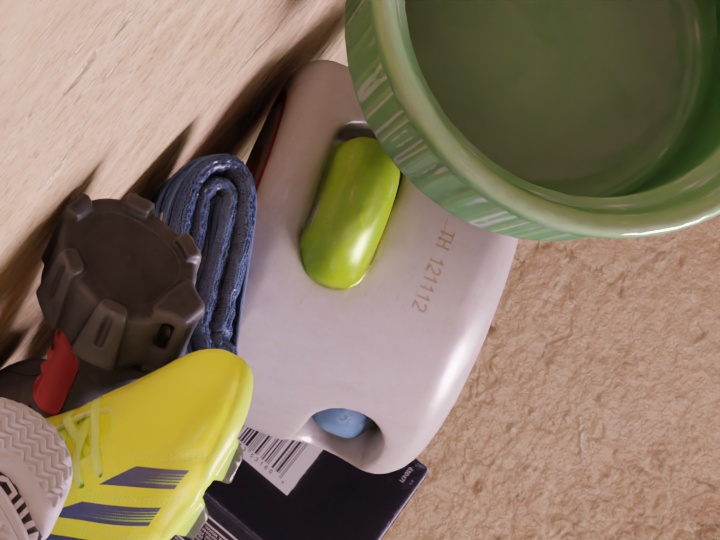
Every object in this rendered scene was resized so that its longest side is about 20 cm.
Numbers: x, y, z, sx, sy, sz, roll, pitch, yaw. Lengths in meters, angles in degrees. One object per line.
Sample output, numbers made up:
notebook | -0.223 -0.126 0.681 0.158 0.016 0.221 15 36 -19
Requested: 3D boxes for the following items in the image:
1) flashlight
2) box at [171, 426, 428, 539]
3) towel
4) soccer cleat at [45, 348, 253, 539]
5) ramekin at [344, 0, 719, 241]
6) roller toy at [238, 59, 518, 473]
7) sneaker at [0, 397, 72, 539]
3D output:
flashlight | -0.115 0.036 0.833 0.200 0.067 0.068 120 -32 -57
box | -0.097 0.137 1.322 0.123 0.200 0.198 -49 180 -37
towel | -0.094 0.026 0.957 0.200 0.048 0.112 131 -31 -65
soccer cleat | -0.120 0.082 0.780 0.200 0.084 0.065 -35 -151 33
ramekin | 0.088 -0.107 0.884 0.200 0.200 0.098 -50 -174 -16
roller toy | 0.000 0.000 1.053 0.200 0.139 0.183 -84 -162 -63
sneaker | -0.186 0.126 0.722 0.200 0.075 0.115 -44 178 -32
